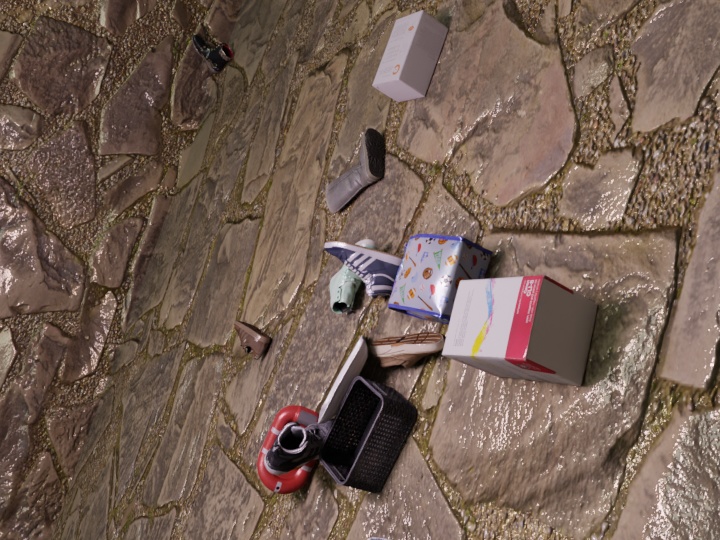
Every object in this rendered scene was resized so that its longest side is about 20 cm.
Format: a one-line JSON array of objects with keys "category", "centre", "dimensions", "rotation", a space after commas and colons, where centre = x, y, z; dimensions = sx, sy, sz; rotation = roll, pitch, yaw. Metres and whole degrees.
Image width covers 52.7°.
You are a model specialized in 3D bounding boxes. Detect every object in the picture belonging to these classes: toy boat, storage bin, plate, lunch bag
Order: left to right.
[{"category": "toy boat", "centre": [-0.155, 0.415, 1.655], "dimensions": [0.131, 0.130, 0.201], "rotation": [-143, 77, -80]}, {"category": "plate", "centre": [-0.032, 0.242, 1.619], "dimensions": [0.200, 0.032, 0.200], "rotation": [-61, -1, -1]}, {"category": "storage bin", "centre": [0.013, 0.339, 1.506], "dimensions": [0.135, 0.094, 0.201], "rotation": [32, 98, 58]}, {"category": "lunch bag", "centre": [0.151, 0.017, 1.484], "dimensions": [0.200, 0.124, 0.171], "rotation": [8, 77, 50]}]

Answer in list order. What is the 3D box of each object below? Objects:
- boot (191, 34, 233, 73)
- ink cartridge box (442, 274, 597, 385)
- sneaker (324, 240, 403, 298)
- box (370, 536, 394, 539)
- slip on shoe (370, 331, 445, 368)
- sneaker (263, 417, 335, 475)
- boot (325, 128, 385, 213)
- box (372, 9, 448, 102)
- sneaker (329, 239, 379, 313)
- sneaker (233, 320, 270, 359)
[{"category": "boot", "centre": [-0.693, -1.047, 3.424], "dimensions": [0.154, 0.204, 0.073], "rotation": [-20, 19, 45]}, {"category": "ink cartridge box", "centre": [0.265, 0.101, 1.231], "dimensions": [0.200, 0.145, 0.145], "rotation": [-5, 65, 55]}, {"category": "sneaker", "centre": [0.000, 0.000, 1.690], "dimensions": [0.070, 0.199, 0.109], "rotation": [27, -102, -78]}, {"category": "box", "centre": [0.082, 0.559, 1.202], "dimensions": [0.104, 0.148, 0.201], "rotation": [-15, 58, 52]}, {"category": "slip on shoe", "centre": [0.102, 0.172, 1.520], "dimensions": [0.200, 0.076, 0.061], "rotation": [-12, 100, 44]}, {"category": "sneaker", "centre": [-0.111, 0.361, 1.561], "dimensions": [0.076, 0.200, 0.114], "rotation": [52, 148, 24]}, {"category": "boot", "centre": [-0.017, -0.272, 1.994], "dimensions": [0.200, 0.072, 0.182], "rotation": [-37, 39, 49]}, {"category": "box", "centre": [0.131, -0.562, 1.920], "dimensions": [0.124, 0.097, 0.201], "rotation": [9, 76, 58]}, {"category": "sneaker", "centre": [-0.011, 0.023, 1.768], "dimensions": [0.201, 0.074, 0.118], "rotation": [-54, 25, 37]}, {"category": "sneaker", "centre": [-0.335, 0.202, 2.145], "dimensions": [0.200, 0.070, 0.076], "rotation": [20, 88, 59]}]
